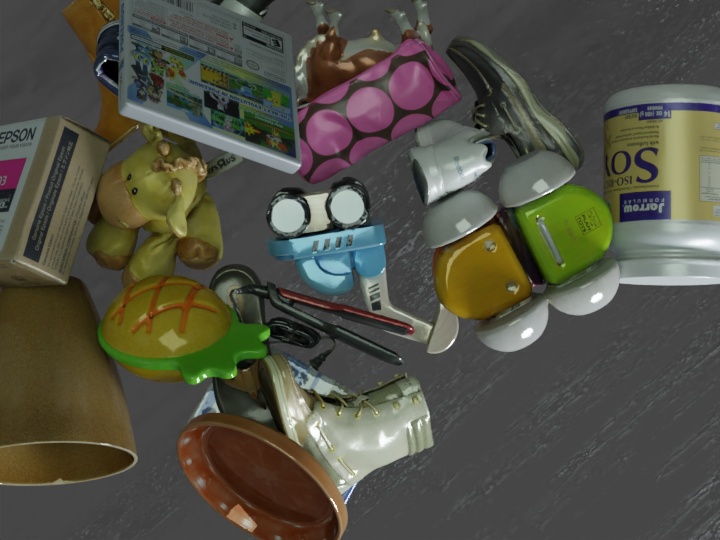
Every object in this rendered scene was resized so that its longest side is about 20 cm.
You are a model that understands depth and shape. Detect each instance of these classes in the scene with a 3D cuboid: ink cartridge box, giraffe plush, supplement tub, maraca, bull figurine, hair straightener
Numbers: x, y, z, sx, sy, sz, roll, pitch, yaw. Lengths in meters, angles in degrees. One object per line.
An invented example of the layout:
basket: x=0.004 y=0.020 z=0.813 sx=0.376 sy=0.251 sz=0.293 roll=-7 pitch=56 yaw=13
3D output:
ink cartridge box: x=-0.372 y=-0.068 z=1.475 sx=0.200 sy=0.075 sz=0.165 roll=-4 pitch=66 yaw=41
giraffe plush: x=-0.217 y=-0.078 z=1.495 sx=0.173 sy=0.162 sz=0.200 roll=44 pitch=88 yaw=5
supplement tub: x=0.331 y=-0.088 z=1.491 sx=0.145 sy=0.145 sz=0.200 roll=1 pitch=85 yaw=2
maraca: x=-0.185 y=0.067 z=1.450 sx=0.200 sy=0.107 sz=0.137 roll=19 pitch=41 yaw=37
bull figurine: x=-0.008 y=-0.235 z=1.544 sx=0.200 sy=0.065 sz=0.122 roll=-4 pitch=118 yaw=-6
hair straightener: x=-0.047 y=0.065 z=1.482 sx=0.200 sy=0.041 sz=0.077 roll=19 pitch=76 yaw=-2

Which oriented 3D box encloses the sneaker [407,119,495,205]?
sneaker: x=0.102 y=-0.120 z=1.477 sx=0.087 sy=0.200 sz=0.075 roll=-16 pitch=108 yaw=10

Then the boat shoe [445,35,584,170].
boat shoe: x=0.158 y=-0.173 z=1.539 sx=0.073 sy=0.074 sz=0.200 roll=-42 pitch=84 yaw=-2

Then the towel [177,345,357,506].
towel: x=-0.083 y=0.174 z=1.543 sx=0.200 sy=0.024 sz=0.147 roll=28 pitch=84 yaw=2

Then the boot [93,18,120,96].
boot: x=-0.189 y=-0.179 z=1.452 sx=0.200 sy=0.090 sz=0.073 roll=29 pitch=117 yaw=-20

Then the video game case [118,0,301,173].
video game case: x=-0.153 y=-0.202 z=1.424 sx=0.200 sy=0.022 sz=0.182 roll=18 pitch=50 yaw=-31

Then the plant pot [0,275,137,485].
plant pot: x=-0.334 y=0.111 z=1.489 sx=0.186 sy=0.186 sz=0.200 roll=-5 pitch=70 yaw=1

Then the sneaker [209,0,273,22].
sneaker: x=-0.141 y=-0.262 z=1.557 sx=0.200 sy=0.074 sz=0.089 roll=-31 pitch=92 yaw=12

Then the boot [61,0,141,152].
boot: x=-0.273 y=-0.226 z=1.518 sx=0.201 sy=0.071 sz=0.144 roll=-40 pitch=105 yaw=22

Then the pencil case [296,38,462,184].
pencil case: x=0.004 y=-0.173 z=1.495 sx=0.200 sy=0.091 sz=0.094 roll=-29 pitch=106 yaw=8

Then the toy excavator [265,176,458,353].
toy excavator: x=0.000 y=0.000 z=1.530 sx=0.194 sy=0.100 sz=0.200 roll=-9 pitch=99 yaw=0

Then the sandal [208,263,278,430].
sandal: x=-0.123 y=0.089 z=1.511 sx=0.082 sy=0.055 sz=0.200 roll=-7 pitch=84 yaw=-2

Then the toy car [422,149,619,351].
toy car: x=0.167 y=-0.024 z=1.482 sx=0.200 sy=0.150 sz=0.175 roll=-28 pitch=99 yaw=2

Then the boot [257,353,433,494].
boot: x=-0.013 y=0.141 z=1.466 sx=0.155 sy=0.072 sz=0.200 roll=-25 pitch=124 yaw=-6

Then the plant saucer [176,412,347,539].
plant saucer: x=-0.101 y=0.220 z=1.467 sx=0.200 sy=0.200 sz=0.032 roll=32 pitch=53 yaw=4
